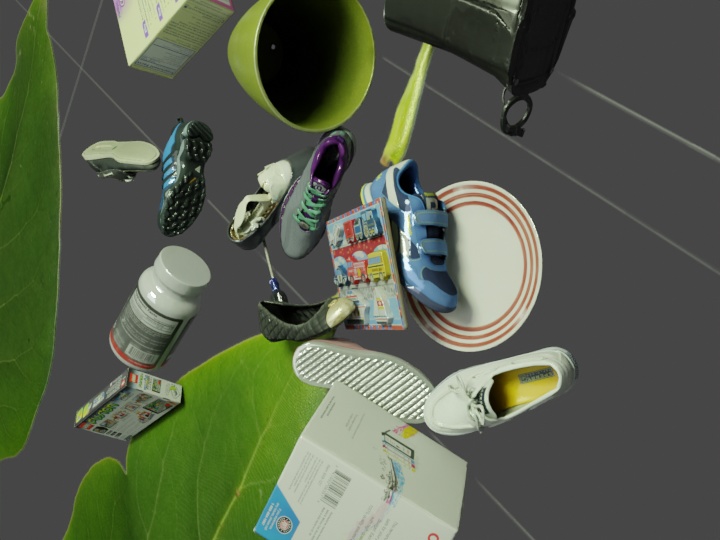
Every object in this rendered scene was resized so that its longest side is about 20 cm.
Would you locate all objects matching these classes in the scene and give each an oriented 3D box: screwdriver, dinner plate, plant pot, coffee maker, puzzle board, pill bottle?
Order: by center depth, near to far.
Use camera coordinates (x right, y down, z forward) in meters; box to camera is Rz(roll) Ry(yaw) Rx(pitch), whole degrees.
[{"bbox_3d":[0.123,-0.288,0.750,0.199,0.133,0.196,36,111,34],"label":"coffee maker"},{"bbox_3d":[0.133,-0.005,0.806,0.196,0.024,0.207,-1,89,38],"label":"dinner plate"},{"bbox_3d":[0.000,0.000,0.845,0.199,0.017,0.155,168,92,-69],"label":"puzzle board"},{"bbox_3d":[-0.108,-0.302,0.927,0.198,0.183,0.193,25,105,51],"label":"plant pot"},{"bbox_3d":[-0.143,-0.002,1.027,0.028,0.028,0.205,-41,63,50],"label":"screwdriver"},{"bbox_3d":[-0.341,0.065,1.132,0.117,0.114,0.201,51,118,27],"label":"pill bottle"}]

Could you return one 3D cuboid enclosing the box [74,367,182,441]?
[{"bbox_3d":[-0.422,0.247,1.195,0.198,0.109,0.035,-34,43,33],"label":"box"}]

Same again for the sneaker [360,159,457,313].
[{"bbox_3d":[0.070,-0.045,0.799,0.082,0.073,0.203,-38,67,29],"label":"sneaker"}]

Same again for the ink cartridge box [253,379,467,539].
[{"bbox_3d":[0.007,0.265,0.779,0.197,0.145,0.150,30,110,5],"label":"ink cartridge box"}]

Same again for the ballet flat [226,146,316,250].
[{"bbox_3d":[-0.137,-0.109,0.992,0.200,0.072,0.074,-47,62,24],"label":"ballet flat"}]

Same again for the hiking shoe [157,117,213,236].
[{"bbox_3d":[-0.313,-0.160,1.151,0.086,0.073,0.206,17,90,45],"label":"hiking shoe"}]

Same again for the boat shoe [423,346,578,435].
[{"bbox_3d":[0.144,0.145,0.743,0.199,0.085,0.077,-24,80,31],"label":"boat shoe"}]

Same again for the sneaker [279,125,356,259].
[{"bbox_3d":[-0.069,-0.104,0.919,0.073,0.088,0.204,22,106,-2],"label":"sneaker"}]

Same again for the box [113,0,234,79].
[{"bbox_3d":[-0.332,-0.476,1.150,0.198,0.096,0.180,-30,71,34],"label":"box"}]

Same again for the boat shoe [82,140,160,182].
[{"bbox_3d":[-0.451,-0.207,1.273,0.195,0.072,0.069,8,130,32],"label":"boat shoe"}]

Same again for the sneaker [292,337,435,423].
[{"bbox_3d":[0.012,0.139,0.880,0.195,0.105,0.077,18,91,8],"label":"sneaker"}]

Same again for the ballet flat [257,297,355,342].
[{"bbox_3d":[-0.082,0.062,0.907,0.197,0.066,0.058,-13,108,45],"label":"ballet flat"}]
